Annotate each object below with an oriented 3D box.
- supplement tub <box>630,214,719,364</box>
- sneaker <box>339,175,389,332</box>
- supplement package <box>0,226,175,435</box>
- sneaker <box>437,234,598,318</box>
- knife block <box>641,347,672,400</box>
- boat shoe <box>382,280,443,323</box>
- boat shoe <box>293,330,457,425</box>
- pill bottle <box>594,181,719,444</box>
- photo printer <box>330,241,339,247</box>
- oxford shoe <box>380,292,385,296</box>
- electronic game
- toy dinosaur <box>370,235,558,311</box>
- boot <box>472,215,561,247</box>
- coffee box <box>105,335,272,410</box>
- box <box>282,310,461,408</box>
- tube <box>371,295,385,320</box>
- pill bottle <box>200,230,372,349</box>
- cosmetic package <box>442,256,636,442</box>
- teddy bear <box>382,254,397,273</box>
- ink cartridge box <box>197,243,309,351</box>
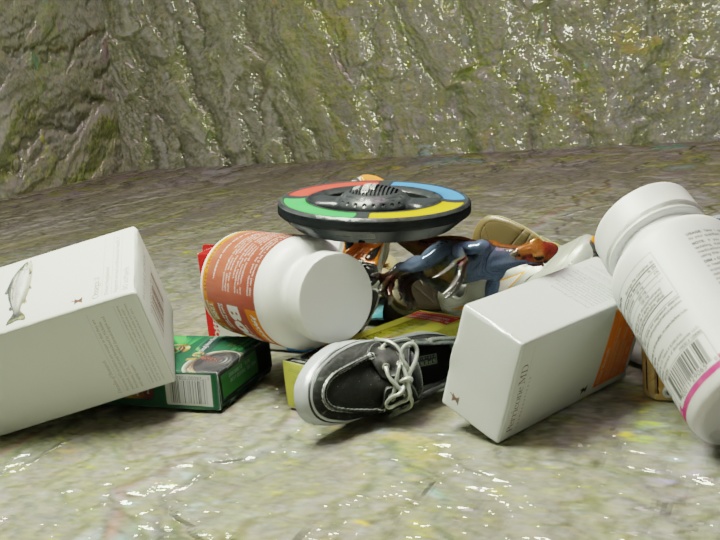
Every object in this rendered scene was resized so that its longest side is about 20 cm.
[{"bbox_3d":[0.351,0.014,0.980,0.197,0.135,0.131,-12,14,-25],"label":"supplement tub"},{"bbox_3d":[0.000,0.000,1.104,0.074,0.203,0.092,15,-12,13],"label":"sneaker"},{"bbox_3d":[-0.294,0.060,0.942,0.196,0.119,0.118,-17,37,-1],"label":"supplement package"},{"bbox_3d":[0.156,0.009,0.996,0.199,0.093,0.076,-37,0,33],"label":"sneaker"},{"bbox_3d":[0.371,0.065,0.898,0.196,0.065,0.175,-1,12,22],"label":"knife block"},{"bbox_3d":[0.118,0.040,1.114,0.197,0.073,0.066,3,-33,-20],"label":"boat shoe"},{"bbox_3d":[0.030,0.098,0.881,0.197,0.075,0.067,-4,0,-41],"label":"boat shoe"},{"bbox_3d":[0.276,0.028,0.784,0.111,0.115,0.202,-8,47,-13],"label":"pill bottle"},{"bbox_3d":[-0.057,-0.009,1.416,0.196,0.071,0.166,-2,13,16],"label":"photo printer"},{"bbox_3d":[0.098,0.024,1.190,0.074,0.059,0.198,9,10,42],"label":"oxford shoe"},{"bbox_3d":[0.014,-0.066,0.972,0.196,0.042,0.200,-1,16,0],"label":"electronic game"},{"bbox_3d":[0.102,-0.018,0.936,0.179,0.203,0.105,-25,-34,23],"label":"toy dinosaur"},{"bbox_3d":[0.228,-0.003,1.113,0.198,0.073,0.154,34,21,11],"label":"boot"},{"bbox_3d":[-0.208,0.105,1.023,0.196,0.045,0.123,0,13,22],"label":"coffee box"},{"bbox_3d":[0.021,0.091,0.968,0.198,0.051,0.075,-16,15,-40],"label":"box"},{"bbox_3d":[0.073,0.029,1.259,0.077,0.051,0.199,-10,14,39],"label":"tube"},{"bbox_3d":[-0.076,0.019,0.974,0.111,0.114,0.199,-13,11,-32],"label":"pill bottle"},{"bbox_3d":[0.171,0.065,0.862,0.198,0.103,0.071,-17,37,-40],"label":"cosmetic package"},{"bbox_3d":[-0.035,0.024,1.241,0.197,0.068,0.145,-16,26,-12],"label":"teddy bear"},{"bbox_3d":[-0.126,0.029,1.163,0.197,0.119,0.067,1,14,31],"label":"ink cartridge box"}]
